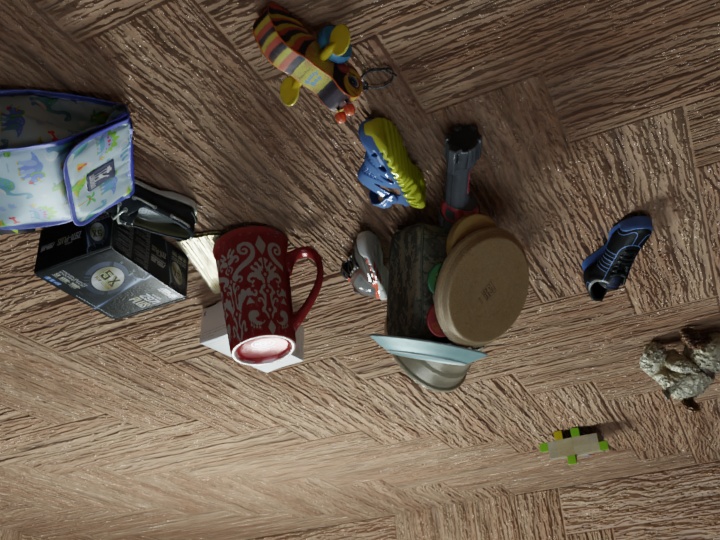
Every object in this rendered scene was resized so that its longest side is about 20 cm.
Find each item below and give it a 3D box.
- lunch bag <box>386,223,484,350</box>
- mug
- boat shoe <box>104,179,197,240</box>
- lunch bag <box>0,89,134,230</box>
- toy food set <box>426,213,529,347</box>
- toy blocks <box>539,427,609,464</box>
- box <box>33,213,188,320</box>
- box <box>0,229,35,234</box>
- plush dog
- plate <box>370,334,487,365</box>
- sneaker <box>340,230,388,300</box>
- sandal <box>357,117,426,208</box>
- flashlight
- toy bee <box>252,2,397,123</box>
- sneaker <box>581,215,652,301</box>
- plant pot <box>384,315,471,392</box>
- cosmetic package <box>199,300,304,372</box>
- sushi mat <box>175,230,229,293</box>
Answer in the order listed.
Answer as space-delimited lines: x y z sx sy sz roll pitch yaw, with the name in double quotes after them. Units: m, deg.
0.142 0.030 1.357 0.166 0.202 0.139 6 170 -23 "lunch bag"
-0.157 0.036 1.332 0.176 0.202 0.133 -25 146 22 "mug"
-0.346 -0.097 1.232 0.198 0.061 0.076 11 147 -24 "boat shoe"
-0.409 -0.150 1.086 0.198 0.128 0.171 -9 150 -19 "lunch bag"
0.185 0.027 1.256 0.199 0.199 0.049 33 174 -36 "toy food set"
0.655 0.532 2.410 0.198 0.101 0.136 -17 159 23 "toy blocks"
-0.415 -0.008 1.354 0.162 0.087 0.200 -16 148 20 "box"
-0.592 -0.118 1.197 0.141 0.036 0.201 -4 149 1 "box"
0.767 0.212 1.821 0.199 0.161 0.172 17 121 -31 "plush dog"
0.112 0.135 1.332 0.198 0.026 0.200 10 171 2 "plate"
0.000 0.000 1.427 0.081 0.078 0.201 -2 150 10 "sneaker"
0.033 -0.146 1.175 0.086 0.080 0.200 -10 148 17 "sandal"
0.155 -0.137 1.219 0.067 0.068 0.201 -10 145 -5 "flashlight"
-0.036 -0.241 0.970 0.198 0.110 0.131 7 147 -17 "toy bee"
0.465 -0.018 1.435 0.069 0.079 0.200 4 150 -12 "sneaker"
0.176 0.096 1.520 0.199 0.202 0.184 16 133 -30 "plant pot"
-0.216 0.130 1.619 0.112 0.082 0.199 -22 146 32 "cosmetic package"
-0.252 -0.012 1.438 0.095 0.012 0.200 -7 150 8 "sushi mat"
